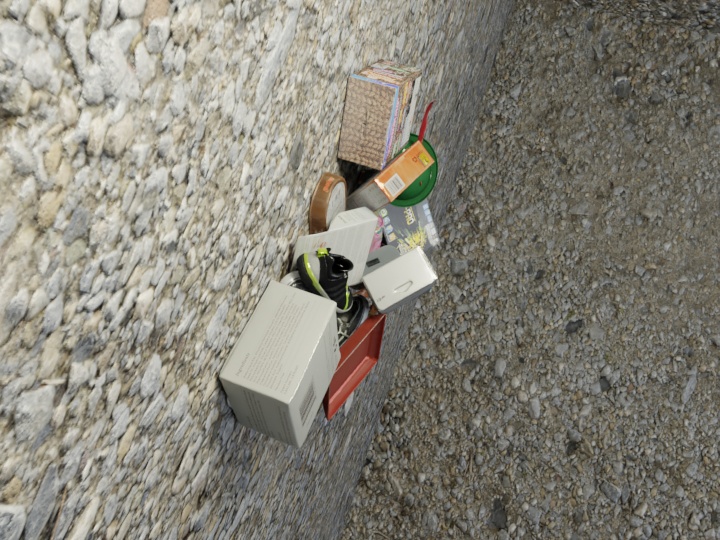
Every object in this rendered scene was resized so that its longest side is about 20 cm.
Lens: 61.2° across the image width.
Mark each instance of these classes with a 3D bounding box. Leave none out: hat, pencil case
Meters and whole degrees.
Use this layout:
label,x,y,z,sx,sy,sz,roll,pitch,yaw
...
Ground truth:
label,x,y,z,sx,sy,sz,roll,pitch,yaw
hat,0.093,-0.254,1.370,0.176,0.162,0.205,9,82,-81
pencil case,0.009,-0.043,1.491,0.088,0.086,0.203,-57,160,-50

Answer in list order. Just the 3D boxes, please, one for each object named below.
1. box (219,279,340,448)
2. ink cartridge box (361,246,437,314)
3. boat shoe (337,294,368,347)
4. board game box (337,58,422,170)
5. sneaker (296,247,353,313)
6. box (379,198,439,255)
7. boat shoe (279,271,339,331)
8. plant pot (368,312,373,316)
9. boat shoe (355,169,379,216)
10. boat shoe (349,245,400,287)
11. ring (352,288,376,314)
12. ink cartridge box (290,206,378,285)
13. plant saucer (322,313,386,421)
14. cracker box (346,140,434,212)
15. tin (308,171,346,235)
label,x,y,z,sx,sy,sz,roll,pitch,yaw
box,-0.130,0.165,1.059,0.200,0.128,0.202,90,21,-55
ink cartridge box,0.085,0.029,1.349,0.143,0.086,0.200,-29,173,-2
boat shoe,-0.059,0.133,1.387,0.200,0.073,0.068,-48,149,-2
board game box,0.042,-0.319,1.228,0.200,0.095,0.162,-53,157,-57
sneaker,-0.042,0.018,1.123,0.200,0.082,0.073,44,25,-58
box,0.107,-0.125,1.550,0.160,0.049,0.203,-32,115,-27
boat shoe,-0.090,0.072,1.153,0.070,0.066,0.201,-41,147,-9
plant pot,-0.046,0.173,1.527,0.199,0.027,0.201,-39,156,-20
boat shoe,0.006,-0.135,1.385,0.074,0.062,0.205,41,62,-61
boat shoe,-0.001,-0.003,1.407,0.197,0.074,0.068,-25,166,-29
ring,-0.023,0.111,1.530,0.199,0.019,0.202,-34,154,-19
ink cartridge box,-0.066,-0.029,1.182,0.198,0.047,0.162,-16,136,-39
plant saucer,-0.021,0.205,1.329,0.200,0.036,0.201,-47,158,-32
cracker box,0.050,-0.177,1.253,0.134,0.058,0.199,-44,-171,-21
tin,-0.063,-0.101,1.209,0.202,0.041,0.113,92,24,-51
